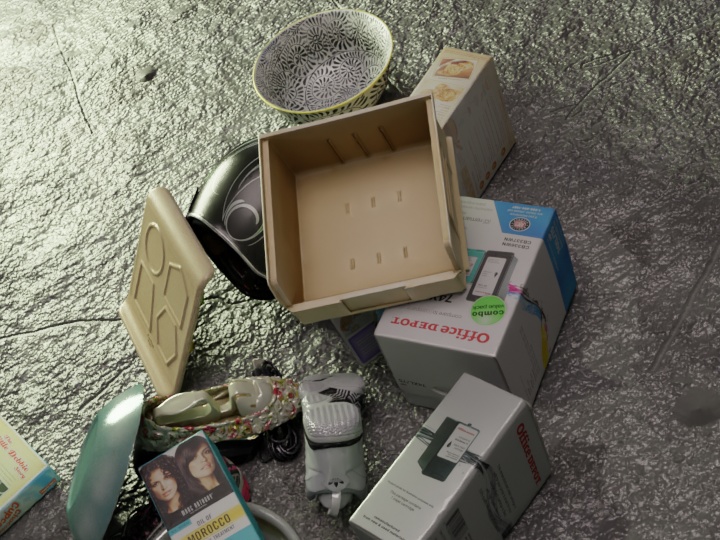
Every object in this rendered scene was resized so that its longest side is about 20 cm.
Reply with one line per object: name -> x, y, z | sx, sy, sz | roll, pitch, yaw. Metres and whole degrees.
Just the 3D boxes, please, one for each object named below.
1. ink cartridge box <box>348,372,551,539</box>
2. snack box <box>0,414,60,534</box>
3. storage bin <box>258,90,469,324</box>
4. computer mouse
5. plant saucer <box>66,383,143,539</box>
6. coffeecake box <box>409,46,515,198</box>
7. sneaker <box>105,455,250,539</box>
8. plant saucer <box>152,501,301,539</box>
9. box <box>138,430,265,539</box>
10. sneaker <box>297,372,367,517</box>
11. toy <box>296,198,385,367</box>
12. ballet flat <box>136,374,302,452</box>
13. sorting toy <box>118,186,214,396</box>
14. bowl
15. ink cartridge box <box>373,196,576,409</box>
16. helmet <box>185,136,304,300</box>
ink cartridge box -> 0.096, 0.225, 1.281 | 0.083, 0.147, 0.200 | 25, 63, 35
snack box -> -0.466, 0.232, 1.551 | 0.116, 0.037, 0.200 | -43, 51, -16
storage bin -> 0.003, -0.063, 1.371 | 0.200, 0.094, 0.199 | -12, 63, 14
computer mouse -> -0.178, 0.182, 1.477 | 0.200, 0.053, 0.139 | -21, 49, 2
plant saucer -> -0.288, 0.216, 1.405 | 0.039, 0.201, 0.201 | 18, 50, -16
coffeecake box -> 0.103, -0.148, 1.575 | 0.073, 0.154, 0.200 | 17, 60, 31
sneaker -> -0.220, 0.272, 1.405 | 0.200, 0.075, 0.081 | -38, 50, -11
plant saucer -> -0.142, 0.341, 1.329 | 0.200, 0.050, 0.200 | -7, 57, 10
box -> -0.150, 0.269, 1.313 | 0.082, 0.049, 0.200 | -31, 58, -6
sneaker -> -0.031, 0.187, 1.402 | 0.075, 0.115, 0.200 | -1, 14, -1
toy -> 0.000, 0.000, 1.472 | 0.115, 0.200, 0.047 | -35, 14, -14
ballet flat -> -0.157, 0.155, 1.429 | 0.200, 0.064, 0.076 | -16, 50, -9
sorting toy -> -0.235, 0.027, 1.562 | 0.036, 0.200, 0.185 | -1, 39, -33
bowl -> -0.040, -0.258, 1.756 | 0.200, 0.094, 0.201 | -10, 50, 12
ink cartridge box -> 0.132, 0.043, 1.414 | 0.147, 0.146, 0.200 | 9, 57, 27
helmet -> -0.092, -0.071, 1.558 | 0.191, 0.200, 0.200 | -44, 51, -16
